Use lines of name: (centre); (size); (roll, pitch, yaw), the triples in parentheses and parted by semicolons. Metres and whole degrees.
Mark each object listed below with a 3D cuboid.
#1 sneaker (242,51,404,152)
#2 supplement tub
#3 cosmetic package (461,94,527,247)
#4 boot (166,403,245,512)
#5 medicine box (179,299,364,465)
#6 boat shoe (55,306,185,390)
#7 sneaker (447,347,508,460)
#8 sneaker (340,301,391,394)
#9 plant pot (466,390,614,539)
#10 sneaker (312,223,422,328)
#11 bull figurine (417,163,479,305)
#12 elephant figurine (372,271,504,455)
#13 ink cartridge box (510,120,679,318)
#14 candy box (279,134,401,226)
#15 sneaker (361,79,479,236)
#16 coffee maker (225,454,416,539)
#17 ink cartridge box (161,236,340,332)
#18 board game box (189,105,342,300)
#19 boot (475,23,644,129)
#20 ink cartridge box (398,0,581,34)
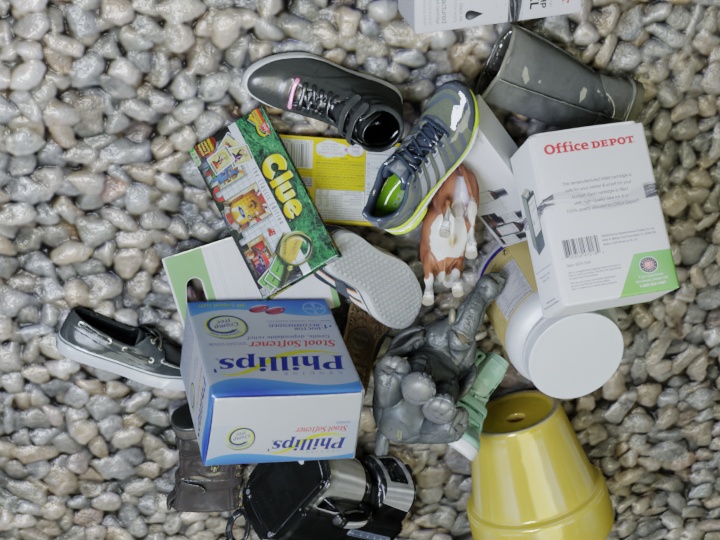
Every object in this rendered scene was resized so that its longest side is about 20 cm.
sneaker: (-0.034, -0.192, 1.476); (0.198, 0.099, 0.071); (10, 118, -19)
supplement tub: (0.238, 0.053, 1.628); (0.144, 0.201, 0.147); (-6, 122, -11)
cosmetic package: (0.160, -0.118, 1.578); (0.082, 0.051, 0.200); (-19, 128, 34)
boot: (-0.167, 0.250, 1.731); (0.197, 0.070, 0.176); (-4, 126, -7)
medicine box: (-0.109, 0.129, 1.527); (0.180, 0.200, 0.104); (-1, 120, -17)
boat shoe: (-0.277, 0.098, 1.605); (0.198, 0.069, 0.057); (17, 114, -20)
sneaker: (0.144, 0.162, 1.676); (0.074, 0.201, 0.118); (38, 101, -14)
sneaker: (-0.001, 0.081, 1.664); (0.067, 0.090, 0.202); (23, 82, -12)
plant pot: (0.232, 0.278, 1.774); (0.199, 0.201, 0.191); (-18, 108, -3)
sneaker: (0.000, 0.000, 1.574); (0.079, 0.079, 0.200); (-57, 136, -10)
bull figurine: (0.106, -0.034, 1.572); (0.064, 0.122, 0.201); (3, 136, -2)
elephant figurine: (0.097, 0.114, 1.600); (0.154, 0.201, 0.142); (-1, 130, 28)
ink cartridge box: (0.270, -0.059, 1.499); (0.144, 0.084, 0.202); (-8, 79, -12)
candy box: (-0.033, -0.107, 1.545); (0.197, 0.026, 0.104); (3, 91, -15)
sneaker: (0.068, -0.125, 1.475); (0.074, 0.081, 0.201); (34, 108, 18)
coffee maker: (-0.051, 0.310, 1.732); (0.191, 0.136, 0.199); (-29, 146, 31)
ink cartridge box: (-0.134, 0.005, 1.595); (0.198, 0.048, 0.147); (-16, 123, -5)
board game box: (-0.111, -0.078, 1.489); (0.104, 0.023, 0.201); (-30, 79, 7)
boot: (0.230, -0.185, 1.564); (0.198, 0.073, 0.184); (12, 103, -27)
ink cartridge box: (0.144, -0.355, 1.434); (0.198, 0.084, 0.146); (-9, 122, -9)
